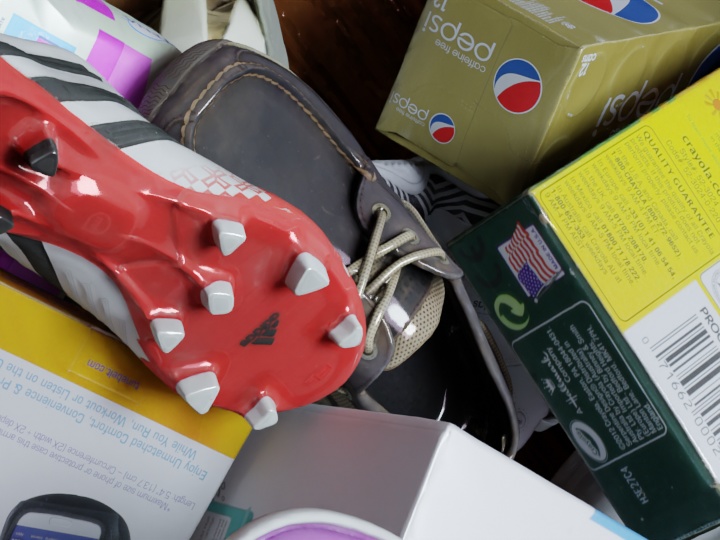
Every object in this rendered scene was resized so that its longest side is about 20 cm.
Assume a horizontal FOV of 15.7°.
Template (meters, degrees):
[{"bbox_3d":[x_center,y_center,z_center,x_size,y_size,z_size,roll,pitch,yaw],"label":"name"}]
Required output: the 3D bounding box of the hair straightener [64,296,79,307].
[{"bbox_3d":[-0.147,-0.040,0.859,0.077,0.041,0.200,-19,110,-19],"label":"hair straightener"}]

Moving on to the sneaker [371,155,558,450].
[{"bbox_3d":[0.009,0.016,0.958,0.200,0.075,0.115,-7,93,-43],"label":"sneaker"}]

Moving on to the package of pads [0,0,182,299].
[{"bbox_3d":[-0.165,-0.016,0.786,0.154,0.068,0.200,28,90,-36],"label":"package of pads"}]

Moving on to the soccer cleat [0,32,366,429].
[{"bbox_3d":[-0.073,-0.022,0.753,0.069,0.085,0.200,-47,131,15],"label":"soccer cleat"}]

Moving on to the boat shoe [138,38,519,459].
[{"bbox_3d":[0.000,0.000,0.843,0.075,0.073,0.200,-54,136,-16],"label":"boat shoe"}]

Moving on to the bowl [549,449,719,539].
[{"bbox_3d":[0.134,0.104,1.030,0.201,0.201,0.090,-14,56,-39],"label":"bowl"}]

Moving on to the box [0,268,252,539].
[{"bbox_3d":[-0.127,0.103,0.791,0.119,0.041,0.200,30,91,-40],"label":"box"}]

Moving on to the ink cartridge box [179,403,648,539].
[{"bbox_3d":[-0.013,0.134,0.862,0.147,0.200,0.146,32,73,-36],"label":"ink cartridge box"}]

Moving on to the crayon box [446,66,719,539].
[{"bbox_3d":[0.135,-0.002,0.913,0.200,0.051,0.127,-31,87,-42],"label":"crayon box"}]

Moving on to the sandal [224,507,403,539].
[{"bbox_3d":[0.029,0.138,0.734,0.203,0.050,0.083,48,64,-30],"label":"sandal"}]

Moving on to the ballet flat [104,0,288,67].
[{"bbox_3d":[-0.066,-0.099,0.862,0.067,0.064,0.200,-11,131,1],"label":"ballet flat"}]

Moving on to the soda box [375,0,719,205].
[{"bbox_3d":[0.091,-0.077,0.980,0.200,0.064,0.068,-15,133,-56],"label":"soda box"}]
